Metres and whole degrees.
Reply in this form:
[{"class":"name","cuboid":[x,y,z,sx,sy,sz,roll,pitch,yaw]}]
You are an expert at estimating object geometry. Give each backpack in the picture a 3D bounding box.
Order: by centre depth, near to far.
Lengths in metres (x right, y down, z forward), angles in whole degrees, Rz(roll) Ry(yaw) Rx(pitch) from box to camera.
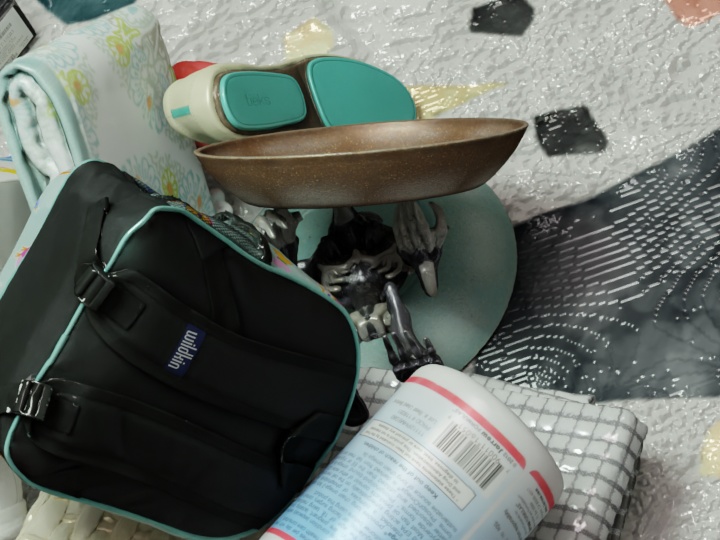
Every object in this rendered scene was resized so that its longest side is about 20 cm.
[{"class":"backpack","cuboid":[-0.107,0.047,1.487,0.176,0.200,0.153,-62,33,3]}]

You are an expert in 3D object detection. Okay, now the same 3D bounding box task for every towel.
[{"class":"towel","cuboid":[0.063,0.148,1.609,0.199,0.086,0.166,6,59,25]},{"class":"towel","cuboid":[-0.151,-0.053,1.706,0.048,0.201,0.171,-11,13,21]}]

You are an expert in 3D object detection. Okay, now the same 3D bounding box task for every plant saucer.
[{"class":"plant saucer","cuboid":[0.002,-0.063,1.629,0.200,0.200,0.037,-2,99,19]},{"class":"plant saucer","cuboid":[-0.001,-0.004,1.756,0.200,0.039,0.201,-10,56,15]}]

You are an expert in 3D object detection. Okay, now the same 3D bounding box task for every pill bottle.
[{"class":"pill bottle","cuboid":[0.010,0.155,1.500,0.109,0.109,0.200,34,73,34]}]

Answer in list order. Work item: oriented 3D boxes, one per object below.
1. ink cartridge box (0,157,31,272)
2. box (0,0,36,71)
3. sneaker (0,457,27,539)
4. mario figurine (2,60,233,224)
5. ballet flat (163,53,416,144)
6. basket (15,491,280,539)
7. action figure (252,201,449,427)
[{"class":"ink cartridge box","cuboid":[-0.254,0.006,1.716,0.144,0.200,0.148,6,96,23]},{"class":"box","cuboid":[-0.367,-0.142,1.977,0.200,0.050,0.199,27,70,33]},{"class":"sneaker","cuboid":[-0.312,0.138,1.739,0.199,0.075,0.089,-9,99,6]},{"class":"mario figurine","cuboid":[-0.145,-0.067,1.844,0.200,0.106,0.124,-24,97,15]},{"class":"ballet flat","cuboid":[-0.048,-0.104,1.771,0.069,0.200,0.070,-1,88,41]},{"class":"basket","cuboid":[-0.125,0.173,1.586,0.135,0.124,0.200,15,43,11]},{"class":"action figure","cuboid":[0.000,0.000,1.644,0.118,0.102,0.200,-13,34,0]}]
